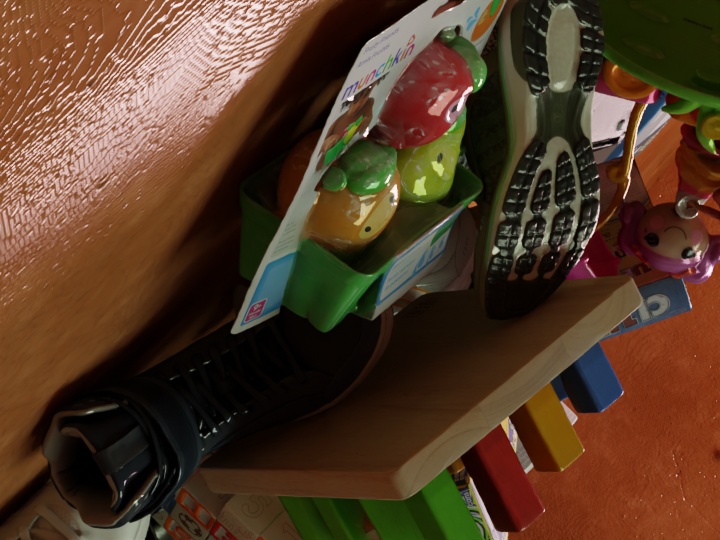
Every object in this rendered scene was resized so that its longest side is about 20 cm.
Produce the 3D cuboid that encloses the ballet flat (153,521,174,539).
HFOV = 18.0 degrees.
[{"bbox_3d":[-0.130,0.193,1.520,0.200,0.064,0.067,-33,168,-13],"label":"ballet flat"}]

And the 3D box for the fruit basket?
[{"bbox_3d":[0.020,-0.067,1.181,0.185,0.094,0.200,-38,164,-50],"label":"fruit basket"}]

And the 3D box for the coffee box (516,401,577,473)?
[{"bbox_3d":[0.016,0.117,1.673,0.200,0.198,0.200,-46,173,7],"label":"coffee box"}]

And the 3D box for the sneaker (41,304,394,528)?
[{"bbox_3d":[-0.083,0.072,1.245,0.202,0.077,0.146,-32,178,24],"label":"sneaker"}]

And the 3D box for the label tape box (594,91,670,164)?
[{"bbox_3d":[0.219,-0.147,1.683,0.143,0.066,0.200,-52,169,34],"label":"label tape box"}]

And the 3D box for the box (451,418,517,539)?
[{"bbox_3d":[0.059,0.112,1.458,0.064,0.070,0.200,-16,-154,15],"label":"box"}]

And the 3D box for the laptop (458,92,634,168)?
[{"bbox_3d":[0.085,-0.114,1.423,0.177,0.103,0.200,-15,124,-47],"label":"laptop"}]

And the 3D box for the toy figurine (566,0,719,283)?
[{"bbox_3d":[0.186,-0.059,1.365,0.150,0.200,0.184,-73,-177,-58],"label":"toy figurine"}]

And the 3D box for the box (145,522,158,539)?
[{"bbox_3d":[-0.140,0.278,1.416,0.086,0.164,0.200,-15,121,-12],"label":"box"}]

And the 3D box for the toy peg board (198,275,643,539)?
[{"bbox_3d":[0.049,0.099,1.301,0.199,0.098,0.200,-36,-163,-31],"label":"toy peg board"}]

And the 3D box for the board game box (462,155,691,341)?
[{"bbox_3d":[0.101,0.005,1.479,0.200,0.035,0.136,-19,-141,5],"label":"board game box"}]

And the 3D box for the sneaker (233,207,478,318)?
[{"bbox_3d":[0.000,0.000,1.421,0.200,0.076,0.092,-40,135,-32],"label":"sneaker"}]

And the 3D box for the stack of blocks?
[{"bbox_3d":[-0.065,0.153,1.406,0.059,0.200,0.115,-43,172,-26],"label":"stack of blocks"}]

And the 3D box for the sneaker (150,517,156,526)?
[{"bbox_3d":[-0.165,0.190,1.610,0.072,0.072,0.200,-9,140,-27],"label":"sneaker"}]

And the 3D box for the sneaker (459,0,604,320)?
[{"bbox_3d":[0.084,-0.073,1.283,0.077,0.089,0.200,4,95,-38],"label":"sneaker"}]

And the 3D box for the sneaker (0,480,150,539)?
[{"bbox_3d":[-0.202,0.177,1.307,0.200,0.075,0.088,-45,159,-13],"label":"sneaker"}]
